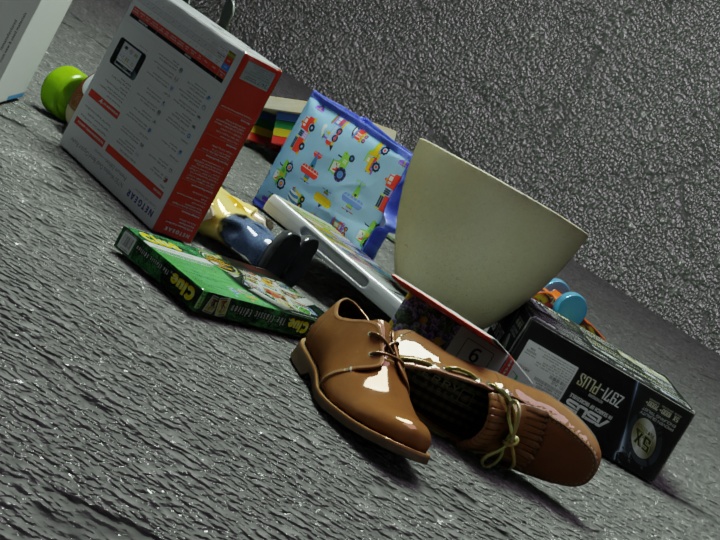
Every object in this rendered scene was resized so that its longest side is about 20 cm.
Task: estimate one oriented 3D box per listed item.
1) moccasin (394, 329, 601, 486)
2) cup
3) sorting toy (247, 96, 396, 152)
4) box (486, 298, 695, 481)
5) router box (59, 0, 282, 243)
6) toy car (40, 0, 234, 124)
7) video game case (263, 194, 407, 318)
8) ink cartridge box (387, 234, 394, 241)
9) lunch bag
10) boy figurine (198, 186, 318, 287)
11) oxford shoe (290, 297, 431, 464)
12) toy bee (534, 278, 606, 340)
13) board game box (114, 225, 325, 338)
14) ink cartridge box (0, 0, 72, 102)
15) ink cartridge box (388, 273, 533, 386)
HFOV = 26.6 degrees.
[{"bbox_3d":[0.101,0.116,1.219,0.200,0.074,0.078,33,22,-5],"label":"moccasin"},{"bbox_3d":[0.113,-0.024,1.559,0.199,0.144,0.200,29,3,-2],"label":"cup"},{"bbox_3d":[-0.084,-0.205,2.273,0.198,0.070,0.198,12,0,36],"label":"sorting toy"},{"bbox_3d":[0.231,0.116,1.596,0.199,0.087,0.164,30,9,-6],"label":"box"},{"bbox_3d":[-0.181,-0.151,1.417,0.049,0.181,0.200,21,13,-44],"label":"router box"},{"bbox_3d":[-0.207,-0.210,1.592,0.164,0.201,0.157,36,10,34],"label":"toy car"},{"bbox_3d":[0.000,0.000,1.563,0.182,0.022,0.200,40,4,17],"label":"video game case"},{"bbox_3d":[0.117,-0.049,2.187,0.199,0.076,0.147,36,10,28],"label":"ink cartridge box"},{"bbox_3d":[-0.014,-0.092,1.732,0.094,0.152,0.200,23,11,-37],"label":"lunch bag"},{"bbox_3d":[-0.129,-0.058,1.459,0.200,0.065,0.124,40,13,30],"label":"boy figurine"},{"bbox_3d":[0.006,0.076,1.130,0.071,0.072,0.200,27,11,-31],"label":"oxford shoe"},{"bbox_3d":[0.234,0.053,1.991,0.201,0.108,0.131,54,-3,-8],"label":"toy bee"},{"bbox_3d":[-0.104,0.015,1.259,0.105,0.024,0.199,39,11,33],"label":"board game box"},{"bbox_3d":[-0.404,-0.279,1.504,0.199,0.147,0.147,30,9,-3],"label":"ink cartridge box"},{"bbox_3d":[0.080,0.072,1.328,0.108,0.051,0.200,33,-4,21],"label":"ink cartridge box"}]
